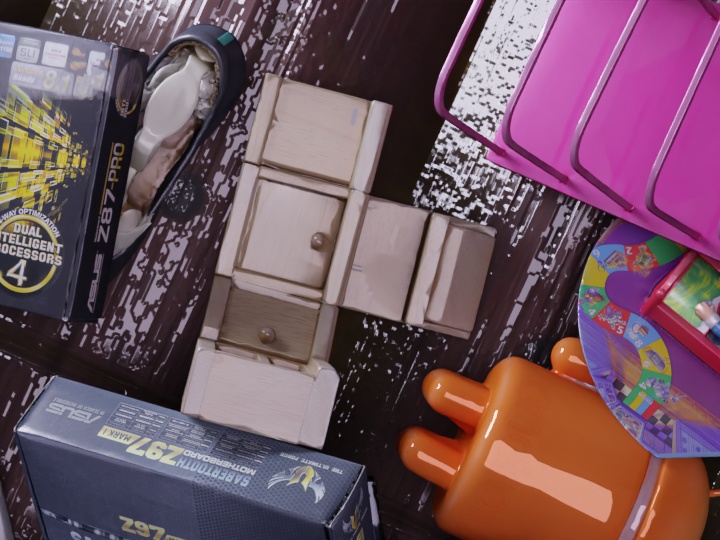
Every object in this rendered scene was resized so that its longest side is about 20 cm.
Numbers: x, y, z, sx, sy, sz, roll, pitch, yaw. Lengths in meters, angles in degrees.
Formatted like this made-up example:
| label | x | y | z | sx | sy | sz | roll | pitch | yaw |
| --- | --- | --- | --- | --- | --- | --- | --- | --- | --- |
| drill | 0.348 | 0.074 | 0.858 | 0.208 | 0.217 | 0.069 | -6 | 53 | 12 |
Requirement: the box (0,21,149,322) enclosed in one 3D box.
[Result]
| label | x | y | z | sx | sy | sz | roll | pitch | yaw |
| --- | --- | --- | --- | --- | --- | --- | --- | --- | --- |
| box | -0.232 | -0.067 | 1.244 | 0.199 | 0.049 | 0.162 | 13 | 92 | 20 |

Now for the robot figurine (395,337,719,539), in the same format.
| label | x | y | z | sx | sy | sz | roll | pitch | yaw |
| --- | --- | --- | --- | --- | --- | --- | --- | --- | --- |
| robot figurine | 0.121 | 0.127 | 1.269 | 0.199 | 0.117 | 0.144 | 24 | 52 | -3 |

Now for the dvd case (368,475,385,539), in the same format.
| label | x | y | z | sx | sy | sz | roll | pitch | yaw |
| --- | --- | --- | --- | --- | --- | --- | --- | --- | --- |
| dvd case | -0.077 | 0.214 | 1.312 | 0.199 | 0.018 | 0.143 | -10 | 93 | -2 |

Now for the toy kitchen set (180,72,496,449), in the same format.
| label | x | y | z | sx | sy | sz | roll | pitch | yaw |
| --- | --- | --- | --- | --- | --- | --- | --- | --- | --- |
| toy kitchen set | 0.000 | 0.000 | 1.223 | 0.163 | 0.180 | 0.201 | 14 | 90 | -4 |

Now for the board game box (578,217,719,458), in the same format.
| label | x | y | z | sx | sy | sz | roll | pitch | yaw |
| --- | --- | --- | --- | --- | --- | --- | --- | --- | --- |
| board game box | 0.229 | 0.029 | 1.258 | 0.199 | 0.039 | 0.159 | 0 | 65 | -16 |

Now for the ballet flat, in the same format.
| label | x | y | z | sx | sy | sz | roll | pitch | yaw |
| --- | --- | --- | --- | --- | --- | --- | --- | --- | --- |
| ballet flat | -0.139 | -0.063 | 1.271 | 0.073 | 0.073 | 0.200 | 36 | 91 | -4 |

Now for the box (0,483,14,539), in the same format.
| label | x | y | z | sx | sy | sz | roll | pitch | yaw |
| --- | --- | --- | --- | --- | --- | --- | --- | --- | --- |
| box | -0.282 | 0.177 | 1.295 | 0.144 | 0.036 | 0.201 | -13 | 92 | -1 |

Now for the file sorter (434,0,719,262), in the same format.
| label | x | y | z | sx | sy | sz | roll | pitch | yaw |
| --- | --- | --- | --- | --- | --- | --- | --- | --- | --- |
| file sorter | 0.163 | -0.102 | 1.212 | 0.200 | 0.125 | 0.139 | 25 | 92 | 27 |

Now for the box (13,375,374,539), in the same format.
| label | x | y | z | sx | sy | sz | roll | pitch | yaw |
| --- | --- | --- | --- | --- | --- | --- | --- | --- | --- |
| box | -0.087 | 0.151 | 1.197 | 0.199 | 0.051 | 0.158 | 14 | 136 | 20 |
